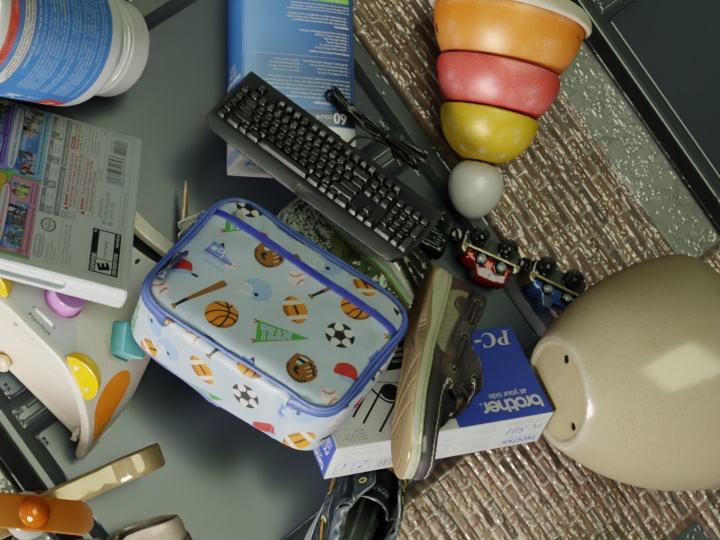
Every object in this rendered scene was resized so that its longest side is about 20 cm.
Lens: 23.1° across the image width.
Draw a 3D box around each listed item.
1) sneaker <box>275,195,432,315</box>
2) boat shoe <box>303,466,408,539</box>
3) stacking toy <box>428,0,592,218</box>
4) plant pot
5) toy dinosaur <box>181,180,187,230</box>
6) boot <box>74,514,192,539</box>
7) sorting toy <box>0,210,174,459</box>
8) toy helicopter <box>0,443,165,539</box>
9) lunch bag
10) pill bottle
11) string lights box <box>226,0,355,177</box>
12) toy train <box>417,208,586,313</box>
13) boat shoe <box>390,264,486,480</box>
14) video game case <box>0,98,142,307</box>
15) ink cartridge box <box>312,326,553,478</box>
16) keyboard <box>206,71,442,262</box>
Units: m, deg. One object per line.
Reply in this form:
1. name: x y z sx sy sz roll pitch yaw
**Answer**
1. sneaker: 0.000 0.000 1.498 0.200 0.088 0.077 53 25 -18
2. boat shoe: 0.016 0.167 1.444 0.071 0.091 0.201 24 72 -13
3. stacking toy: 0.114 -0.144 1.533 0.145 0.146 0.201 14 85 -16
4. plant pot: 0.219 0.092 1.466 0.134 0.200 0.201 -6 80 -25
5. toy dinosaur: -0.104 0.034 1.461 0.200 0.060 0.106 41 42 -9
6. boot: -0.136 0.263 1.372 0.199 0.070 0.147 -10 95 -11
7. sorting toy: -0.225 0.010 1.407 0.200 0.107 0.180 45 49 -5
8. toy helicopter: -0.238 0.175 1.332 0.199 0.132 0.079 -23 86 -22
9. lunch bag: -0.071 0.034 1.374 0.200 0.076 0.160 35 51 9
10. pill bottle: -0.256 -0.187 1.373 0.200 0.112 0.113 5 73 -59
11. string lights box: -0.061 -0.182 1.510 0.102 0.059 0.201 3 78 -18
12. toy train: 0.114 -0.008 1.547 0.199 0.034 0.046 24 75 -13
13. boat shoe: 0.066 0.081 1.386 0.064 0.072 0.201 16 45 -6
14. video game case: -0.264 -0.063 1.375 0.181 0.022 0.201 15 38 -15
15. ink cartridge box: 0.048 0.105 1.438 0.199 0.044 0.094 -7 53 -25
16. keyboard: -0.017 -0.098 1.439 0.200 0.021 0.127 37 48 5
